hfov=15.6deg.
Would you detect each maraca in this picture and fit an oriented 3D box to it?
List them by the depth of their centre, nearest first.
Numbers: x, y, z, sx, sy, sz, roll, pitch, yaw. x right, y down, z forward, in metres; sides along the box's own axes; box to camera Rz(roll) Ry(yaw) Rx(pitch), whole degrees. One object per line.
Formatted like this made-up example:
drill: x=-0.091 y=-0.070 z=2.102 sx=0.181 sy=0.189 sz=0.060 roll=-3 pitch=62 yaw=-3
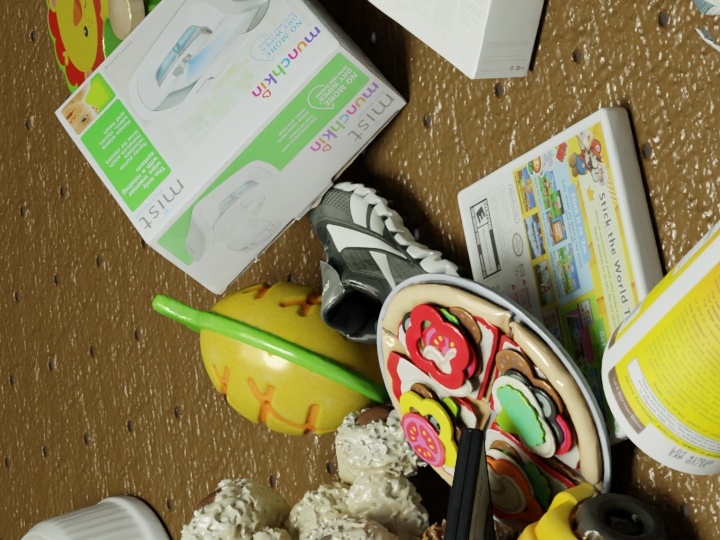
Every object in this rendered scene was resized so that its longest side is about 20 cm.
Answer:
maraca: x=-0.067 y=0.058 z=1.923 sx=0.199 sy=0.137 sz=0.107 roll=20 pitch=80 yaw=36

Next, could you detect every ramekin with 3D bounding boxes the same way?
ramekin: x=-0.234 y=0.299 z=2.274 sx=0.202 sy=0.094 sz=0.204 roll=10 pitch=102 yaw=58

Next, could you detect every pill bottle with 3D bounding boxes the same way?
pill bottle: x=0.226 y=0.025 z=1.468 sx=0.200 sy=0.109 sz=0.110 roll=-51 pitch=51 yaw=49

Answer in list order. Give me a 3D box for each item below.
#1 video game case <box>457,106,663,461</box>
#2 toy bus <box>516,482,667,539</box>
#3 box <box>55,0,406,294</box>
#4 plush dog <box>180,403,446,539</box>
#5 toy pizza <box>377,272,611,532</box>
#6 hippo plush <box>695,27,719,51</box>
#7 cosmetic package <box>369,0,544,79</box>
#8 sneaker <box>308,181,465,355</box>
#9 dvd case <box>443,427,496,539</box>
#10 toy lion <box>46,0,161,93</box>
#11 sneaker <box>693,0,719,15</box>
video game case: x=0.135 y=0.017 z=1.701 sx=0.182 sy=0.023 sz=0.201 roll=-30 pitch=68 yaw=56
toy bus: x=0.124 y=0.241 z=1.574 sx=0.200 sy=0.191 sz=0.136 roll=43 pitch=131 yaw=37
box: x=-0.095 y=-0.116 z=1.911 sx=0.200 sy=0.097 sz=0.177 roll=-45 pitch=46 yaw=8
plush dog: x=-0.009 y=0.213 z=1.824 sx=0.161 sy=0.199 sz=0.172 roll=61 pitch=-174 yaw=-25
toy pizza: x=0.080 y=0.093 z=1.710 sx=0.200 sy=0.032 sz=0.201 roll=31 pitch=140 yaw=31
hippo plush: x=0.289 y=-0.084 z=1.318 sx=0.200 sy=0.160 sz=0.159 roll=53 pitch=162 yaw=20
cosmetic package: x=0.051 y=-0.207 z=1.783 sx=0.200 sy=0.050 sz=0.083 roll=43 pitch=131 yaw=48
sneaker: x=0.000 y=0.000 z=1.843 sx=0.200 sy=0.090 sz=0.067 roll=42 pitch=152 yaw=48
dvd case: x=0.069 y=0.210 z=1.693 sx=0.200 sy=0.017 sz=0.143 roll=79 pitch=-162 yaw=-57
toy lion: x=-0.216 y=-0.215 z=2.223 sx=0.200 sy=0.068 sz=0.192 roll=59 pitch=147 yaw=36
sneaker: x=0.250 y=-0.135 z=1.442 sx=0.200 sy=0.077 sz=0.087 roll=12 pitch=107 yaw=58
